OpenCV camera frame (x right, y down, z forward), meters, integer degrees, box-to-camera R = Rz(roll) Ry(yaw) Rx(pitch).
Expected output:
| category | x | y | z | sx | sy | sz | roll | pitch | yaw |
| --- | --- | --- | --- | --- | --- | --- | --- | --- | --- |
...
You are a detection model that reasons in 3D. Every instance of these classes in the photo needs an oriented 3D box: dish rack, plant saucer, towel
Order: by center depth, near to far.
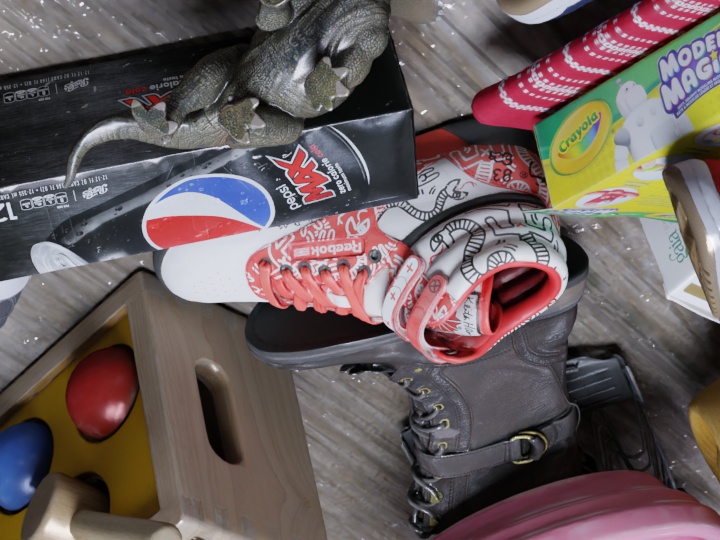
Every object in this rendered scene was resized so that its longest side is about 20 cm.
| category | x | y | z | sx | sy | sz | roll | pitch | yaw |
| --- | --- | --- | --- | --- | --- | --- | --- | --- | --- |
| towel | 0.162 | -0.103 | 0.991 | 0.145 | 0.023 | 0.200 | 4 | 158 | -39 |
| plant saucer | 0.103 | 0.165 | 1.224 | 0.200 | 0.051 | 0.201 | -17 | 157 | -7 |
| dish rack | 0.113 | 0.129 | 1.295 | 0.153 | 0.055 | 0.200 | -21 | 140 | 7 |

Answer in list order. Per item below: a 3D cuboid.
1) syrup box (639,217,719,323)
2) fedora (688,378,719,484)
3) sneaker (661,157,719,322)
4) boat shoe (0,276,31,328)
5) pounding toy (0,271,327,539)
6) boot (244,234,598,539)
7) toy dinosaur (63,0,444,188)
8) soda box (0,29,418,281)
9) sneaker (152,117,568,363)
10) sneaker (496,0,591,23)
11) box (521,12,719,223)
| category | x | y | z | sx | sy | sz | roll | pitch | yaw |
| --- | --- | --- | --- | --- | --- | --- | --- | --- | --- |
| syrup box | 0.231 | -0.062 | 1.085 | 0.081 | 0.079 | 0.200 | 20 | 130 | -35 |
| fedora | 0.228 | 0.102 | 1.189 | 0.082 | 0.201 | 0.201 | -20 | 140 | 6 |
| sneaker | 0.204 | -0.017 | 0.987 | 0.112 | 0.071 | 0.200 | -19 | 161 | 13 |
| boat shoe | -0.255 | 0.008 | 1.037 | 0.200 | 0.070 | 0.066 | -4 | 139 | -24 |
| pounding toy | -0.115 | 0.118 | 1.098 | 0.142 | 0.200 | 0.184 | 26 | 126 | -38 |
| boot | 0.039 | 0.075 | 1.165 | 0.200 | 0.069 | 0.174 | -9 | 128 | -14 |
| toy dinosaur | -0.034 | -0.081 | 0.926 | 0.200 | 0.077 | 0.102 | -44 | 170 | 18 |
| soda box | -0.077 | -0.057 | 1.004 | 0.200 | 0.071 | 0.063 | -11 | 141 | -4 |
| sneaker | 0.000 | -0.001 | 1.064 | 0.201 | 0.108 | 0.067 | -17 | 141 | 3 |
| sneaker | 0.160 | -0.156 | 0.960 | 0.200 | 0.070 | 0.108 | -37 | 134 | 22 |
| box | 0.169 | -0.070 | 0.990 | 0.117 | 0.048 | 0.200 | 3 | 156 | -38 |
